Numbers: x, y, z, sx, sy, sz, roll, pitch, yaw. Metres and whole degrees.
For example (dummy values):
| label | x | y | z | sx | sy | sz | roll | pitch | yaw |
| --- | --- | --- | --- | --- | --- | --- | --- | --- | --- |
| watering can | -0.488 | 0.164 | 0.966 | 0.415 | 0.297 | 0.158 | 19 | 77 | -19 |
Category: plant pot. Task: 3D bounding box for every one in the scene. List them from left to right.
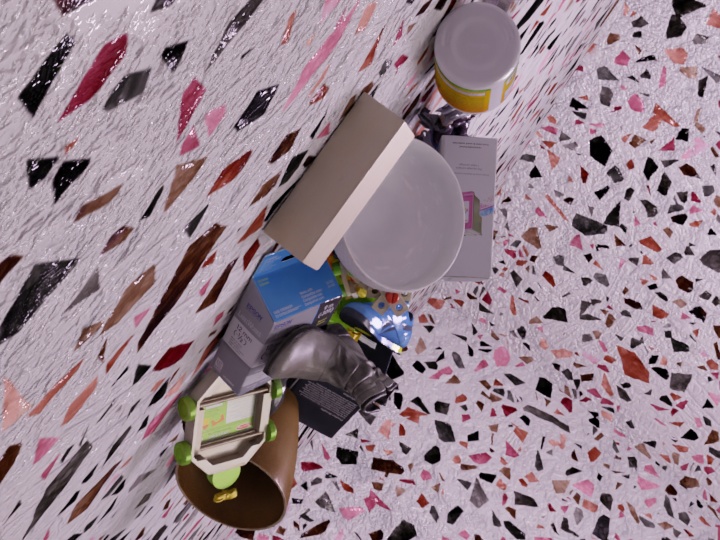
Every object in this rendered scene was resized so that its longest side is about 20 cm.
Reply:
| label | x | y | z | sx | sy | sz | roll | pitch | yaw |
| --- | --- | --- | --- | --- | --- | --- | --- | --- | --- |
| plant pot | -0.175 | 0.276 | 1.980 | 0.187 | 0.185 | 0.201 | -60 | -175 | 44 |

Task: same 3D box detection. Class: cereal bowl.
| label | x | y | z | sx | sy | sz | roll | pitch | yaw |
| --- | --- | --- | --- | --- | --- | --- | --- | --- | --- |
| cereal bowl | 0.037 | -0.070 | 1.619 | 0.201 | 0.200 | 0.083 | -50 | -159 | -23 |

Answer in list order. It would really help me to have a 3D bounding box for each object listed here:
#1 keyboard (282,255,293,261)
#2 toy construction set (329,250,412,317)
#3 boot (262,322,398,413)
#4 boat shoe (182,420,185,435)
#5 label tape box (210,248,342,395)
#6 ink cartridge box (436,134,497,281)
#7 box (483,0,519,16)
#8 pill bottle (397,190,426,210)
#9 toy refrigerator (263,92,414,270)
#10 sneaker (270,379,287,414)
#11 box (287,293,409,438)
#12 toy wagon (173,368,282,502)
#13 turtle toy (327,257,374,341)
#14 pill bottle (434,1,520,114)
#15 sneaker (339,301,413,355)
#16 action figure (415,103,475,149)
| label | x | y | z | sx | sy | sz | roll | pitch | yaw |
| --- | --- | --- | --- | --- | --- | --- | --- | --- | --- |
| keyboard | -0.092 | 0.007 | 1.669 | 0.201 | 0.039 | 0.104 | -53 | 172 | 1 |
| toy construction set | 0.000 | 0.000 | 1.725 | 0.091 | 0.133 | 0.200 | -20 | -163 | -13 |
| boot | -0.030 | 0.134 | 1.619 | 0.068 | 0.130 | 0.199 | -56 | 159 | 22 |
| boat shoe | -0.180 | 0.158 | 1.754 | 0.200 | 0.072 | 0.068 | -43 | 137 | -18 |
| label tape box | -0.098 | 0.056 | 1.619 | 0.143 | 0.066 | 0.201 | -21 | 149 | -49 |
| ink cartridge box | 0.147 | -0.084 | 1.794 | 0.145 | 0.083 | 0.203 | 87 | 7 | -88 |
| box | 0.184 | -0.345 | 1.784 | 0.039 | 0.041 | 0.200 | -49 | 171 | -26 |
| pill bottle | 0.052 | -0.103 | 1.782 | 0.113 | 0.112 | 0.200 | -52 | 173 | -10 |
| toy refrigerator | -0.026 | -0.105 | 1.458 | 0.201 | 0.070 | 0.076 | -54 | 166 | 2 |
| sneaker | -0.132 | 0.129 | 1.850 | 0.079 | 0.075 | 0.202 | 9 | 105 | -50 |
| box | -0.031 | 0.137 | 2.079 | 0.197 | 0.123 | 0.201 | -48 | -164 | 47 |
| toy wagon | -0.186 | 0.224 | 1.705 | 0.154 | 0.039 | 0.203 | -10 | 120 | -38 |
| turtle toy | -0.023 | 0.037 | 1.929 | 0.199 | 0.101 | 0.147 | 6 | 120 | -58 |
| pill bottle | 0.152 | -0.271 | 1.642 | 0.112 | 0.111 | 0.200 | -53 | 173 | -3 |
| sneaker | 0.029 | 0.067 | 1.874 | 0.079 | 0.065 | 0.200 | -62 | 152 | -4 |
| action figure | 0.142 | -0.229 | 1.858 | 0.129 | 0.070 | 0.200 | -18 | 161 | -17 |
